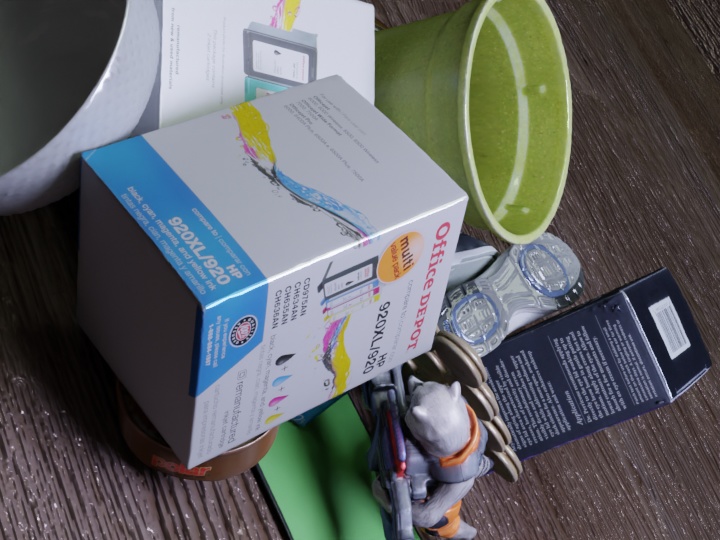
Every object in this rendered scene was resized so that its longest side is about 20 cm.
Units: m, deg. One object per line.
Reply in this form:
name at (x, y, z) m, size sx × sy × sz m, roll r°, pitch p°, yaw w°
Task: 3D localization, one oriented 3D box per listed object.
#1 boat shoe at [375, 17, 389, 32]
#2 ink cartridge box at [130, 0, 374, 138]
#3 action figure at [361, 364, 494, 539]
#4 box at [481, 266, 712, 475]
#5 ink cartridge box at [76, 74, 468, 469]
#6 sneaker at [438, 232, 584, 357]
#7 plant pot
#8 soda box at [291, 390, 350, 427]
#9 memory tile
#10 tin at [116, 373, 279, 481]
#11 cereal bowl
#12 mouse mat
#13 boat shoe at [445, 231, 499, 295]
boat shoe at (-0.035, -0.225, 1.136) m, size 0.198 × 0.076 × 0.075 m, roll 25°, pitch 45°, yaw -24°
ink cartridge box at (-0.107, -0.132, 0.953) m, size 0.198 × 0.146 × 0.148 m, roll 6°, pitch 83°, yaw -44°
action figure at (0.052, 0.113, 0.966) m, size 0.194 × 0.103 × 0.203 m, roll 86°, pitch -5°, yaw -70°
box at (0.194, 0.090, 1.173) m, size 0.148 × 0.199 × 0.105 m, roll -17°, pitch 81°, yaw -60°
ink cartridge box at (-0.058, -0.006, 0.821) m, size 0.198 × 0.148 × 0.145 m, roll -23°, pitch 53°, yaw -32°
sneaker at (0.117, 0.027, 1.133) m, size 0.199 × 0.087 × 0.075 m, roll -24°, pitch 83°, yaw -36°
plant pot at (0.051, -0.123, 1.053) m, size 0.200 × 0.182 × 0.203 m, roll -4°, pitch 94°, yaw -58°
soda box at (-0.053, 0.019, 1.024) m, size 0.068 × 0.064 × 0.201 m, roll 34°, pitch 31°, yaw -31°
memory tile at (0.061, 0.081, 1.032) m, size 0.153 × 0.017 × 0.201 m, roll 38°, pitch -17°, yaw 36°
tin at (-0.098, 0.056, 0.881) m, size 0.110 × 0.042 × 0.201 m, roll 9°, pitch 43°, yaw 2°
cereal bowl at (-0.208, -0.121, 0.831) m, size 0.083 × 0.198 × 0.202 m, roll 43°, pitch 24°, yaw -54°
mouse mat at (-0.031, 0.143, 0.983) m, size 0.160 × 0.008 × 0.202 m, roll 3°, pitch 55°, yaw -56°
boat shoe at (0.063, -0.012, 1.107) m, size 0.060 × 0.076 × 0.200 m, roll 48°, pitch 14°, yaw 13°
